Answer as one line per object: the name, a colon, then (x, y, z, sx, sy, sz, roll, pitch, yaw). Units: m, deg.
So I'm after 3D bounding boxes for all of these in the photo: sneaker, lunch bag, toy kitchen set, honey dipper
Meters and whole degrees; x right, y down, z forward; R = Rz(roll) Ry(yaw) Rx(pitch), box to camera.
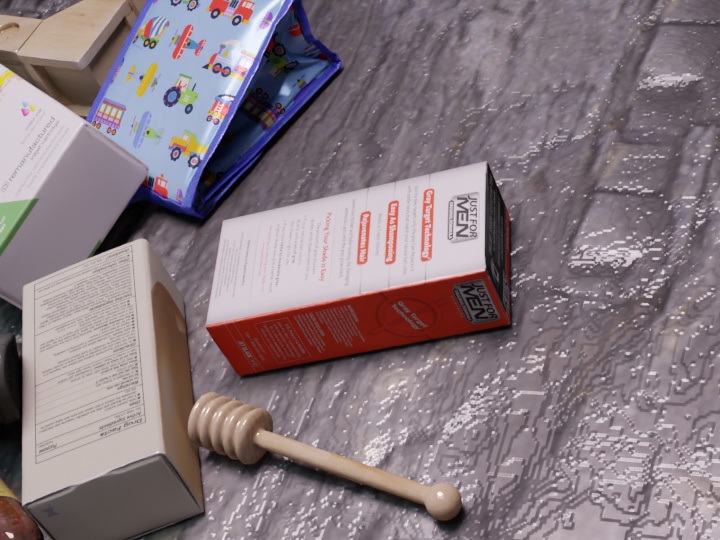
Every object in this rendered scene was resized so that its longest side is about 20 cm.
sneaker: (-0.286, 0.077, 1.042, 0.103, 0.200, 0.061, -4, 87, -9)
lunch bag: (-0.138, -0.135, 1.205, 0.150, 0.094, 0.201, 24, 74, 37)
toy kitchen set: (-0.252, -0.262, 1.312, 0.179, 0.164, 0.201, 11, 56, 34)
honey dipper: (-0.023, 0.121, 0.945, 0.198, 0.038, 0.038, 16, 59, 32)

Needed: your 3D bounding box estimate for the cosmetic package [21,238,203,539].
cosmetic package: (-0.171, 0.084, 1.023, 0.104, 0.071, 0.201, -20, 45, 8)

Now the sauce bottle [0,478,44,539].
sauce bottle: (-0.249, 0.172, 0.987, 0.066, 0.066, 0.199, -42, 43, -14)

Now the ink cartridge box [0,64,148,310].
ink cartridge box: (-0.282, -0.074, 1.188, 0.199, 0.084, 0.146, 33, 87, 42)

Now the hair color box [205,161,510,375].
hair color box: (0.000, 0.000, 1.021, 0.198, 0.061, 0.102, -12, 46, 19)
